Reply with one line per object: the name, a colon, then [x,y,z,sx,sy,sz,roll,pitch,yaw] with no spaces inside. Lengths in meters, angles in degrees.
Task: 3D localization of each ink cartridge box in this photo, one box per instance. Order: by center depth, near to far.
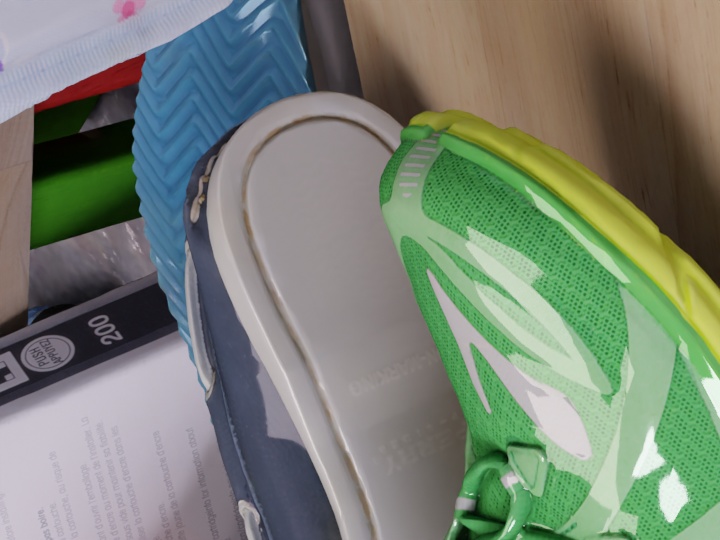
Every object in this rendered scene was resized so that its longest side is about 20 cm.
ink cartridge box: [-0.074,0.104,0.804,0.043,0.199,0.199,43,150,49]

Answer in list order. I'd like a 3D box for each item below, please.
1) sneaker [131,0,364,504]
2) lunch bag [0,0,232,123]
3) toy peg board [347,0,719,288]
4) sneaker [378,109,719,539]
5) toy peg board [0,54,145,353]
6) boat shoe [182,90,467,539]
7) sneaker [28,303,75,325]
sneaker: [0.000,0.000,0.717,0.076,0.081,0.201,23,135,44]
lunch bag: [-0.087,-0.128,0.576,0.126,0.200,0.171,-8,108,15]
toy peg board: [0.088,-0.024,0.572,0.199,0.097,0.201,39,147,52]
sneaker: [0.042,0.068,0.505,0.074,0.083,0.201,13,124,67]
toy peg board: [-0.133,-0.105,0.815,0.199,0.097,0.200,28,124,38]
boat shoe: [0.009,0.062,0.601,0.201,0.075,0.062,66,159,4]
sneaker: [-0.070,0.098,0.913,0.201,0.078,0.090,55,146,1]
